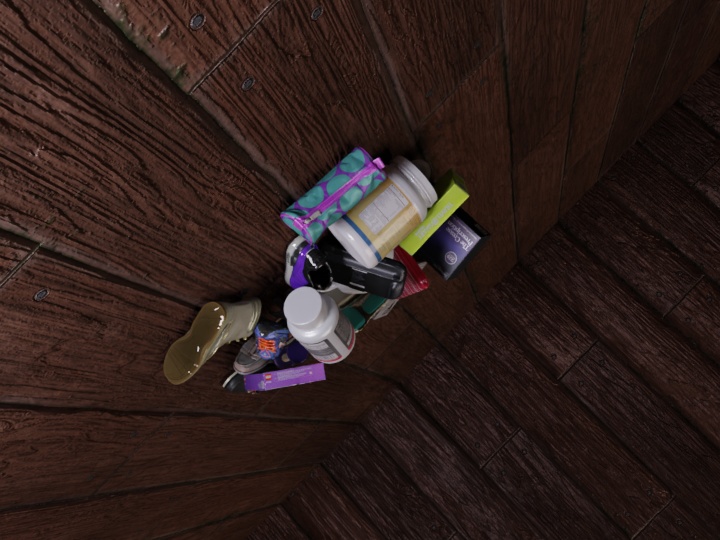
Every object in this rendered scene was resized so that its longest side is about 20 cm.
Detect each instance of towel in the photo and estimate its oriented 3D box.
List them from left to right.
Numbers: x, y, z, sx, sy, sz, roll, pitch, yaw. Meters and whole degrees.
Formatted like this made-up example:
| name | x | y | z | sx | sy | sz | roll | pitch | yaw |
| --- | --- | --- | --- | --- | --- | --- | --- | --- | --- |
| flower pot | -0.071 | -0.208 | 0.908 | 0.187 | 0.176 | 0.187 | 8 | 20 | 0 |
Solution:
| name | x | y | z | sx | sy | sz | roll | pitch | yaw |
| --- | --- | --- | --- | --- | --- | --- | --- | --- | --- |
| towel | 0.082 | -0.005 | 1.818 | 0.022 | 0.145 | 0.200 | -34 | -177 | -22 |

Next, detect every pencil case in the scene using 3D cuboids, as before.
| name | x | y | z | sx | sy | sz | roll | pitch | yaw |
| --- | --- | --- | --- | --- | --- | --- | --- | --- | --- |
| pencil case | -0.047 | -0.136 | 1.413 | 0.200 | 0.085 | 0.092 | -43 | -168 | -10 |

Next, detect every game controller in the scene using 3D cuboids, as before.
| name | x | y | z | sx | sy | sz | roll | pitch | yaw |
| --- | --- | --- | --- | --- | --- | --- | --- | --- | --- |
| game controller | 0.000 | 0.000 | 1.656 | 0.105 | 0.198 | 0.042 | 98 | 13 | -49 |

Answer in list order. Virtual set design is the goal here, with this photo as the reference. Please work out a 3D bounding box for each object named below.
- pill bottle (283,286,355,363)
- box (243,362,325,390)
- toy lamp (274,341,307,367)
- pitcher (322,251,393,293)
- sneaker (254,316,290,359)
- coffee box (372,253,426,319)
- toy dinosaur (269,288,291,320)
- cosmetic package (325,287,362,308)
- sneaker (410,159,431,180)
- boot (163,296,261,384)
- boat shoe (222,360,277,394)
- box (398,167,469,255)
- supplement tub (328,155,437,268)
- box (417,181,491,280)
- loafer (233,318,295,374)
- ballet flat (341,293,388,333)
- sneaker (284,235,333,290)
| name | x | y | z | sx | sy | sz | roll | pitch | yaw |
| --- | --- | --- | --- | --- | --- | --- | --- | --- | --- |
| pill bottle | -0.087 | 0.111 | 1.601 | 0.111 | 0.111 | 0.200 | -43 | 151 | -6 |
| box | -0.173 | 0.237 | 1.723 | 0.136 | 0.039 | 0.200 | -7 | 174 | -22 |
| toy lamp | -0.176 | 0.210 | 1.892 | 0.058 | 0.058 | 0.200 | -39 | 180 | -19 |
| pitcher | -0.017 | -0.011 | 1.753 | 0.170 | 0.122 | 0.200 | -17 | 160 | -19 |
| sneaker | -0.187 | 0.150 | 1.633 | 0.200 | 0.075 | 0.079 | 73 | 35 | -77 |
| coffee box | 0.068 | 0.011 | 1.982 | 0.201 | 0.114 | 0.080 | -54 | 160 | 24 |
| toy dinosaur | -0.137 | 0.094 | 1.707 | 0.077 | 0.102 | 0.200 | -45 | 164 | 0 |
| cosmetic package | -0.054 | 0.062 | 1.881 | 0.199 | 0.073 | 0.104 | -35 | 161 | -27 |
| sneaker | 0.112 | -0.186 | 1.718 | 0.112 | 0.073 | 0.200 | -34 | 167 | -46 |
| boot | -0.285 | 0.135 | 1.512 | 0.200 | 0.072 | 0.154 | -52 | 164 | 19 |
| boat shoe | -0.260 | 0.268 | 1.896 | 0.074 | 0.063 | 0.201 | -48 | 162 | 19 |
| box | 0.143 | -0.119 | 1.652 | 0.200 | 0.048 | 0.122 | -46 | -165 | 18 |
| supplement tub | 0.043 | -0.120 | 1.560 | 0.200 | 0.145 | 0.145 | -43 | 163 | -7 |
| box | 0.191 | -0.096 | 1.868 | 0.142 | 0.200 | 0.079 | -54 | 161 | 25 |
| loafer | -0.215 | 0.159 | 1.758 | 0.200 | 0.072 | 0.063 | -38 | 146 | -44 |
| ballet flat | -0.006 | 0.107 | 1.855 | 0.199 | 0.076 | 0.064 | -33 | 166 | -28 |
| sneaker | -0.101 | 0.012 | 1.598 | 0.069 | 0.099 | 0.200 | -41 | 161 | -18 |
